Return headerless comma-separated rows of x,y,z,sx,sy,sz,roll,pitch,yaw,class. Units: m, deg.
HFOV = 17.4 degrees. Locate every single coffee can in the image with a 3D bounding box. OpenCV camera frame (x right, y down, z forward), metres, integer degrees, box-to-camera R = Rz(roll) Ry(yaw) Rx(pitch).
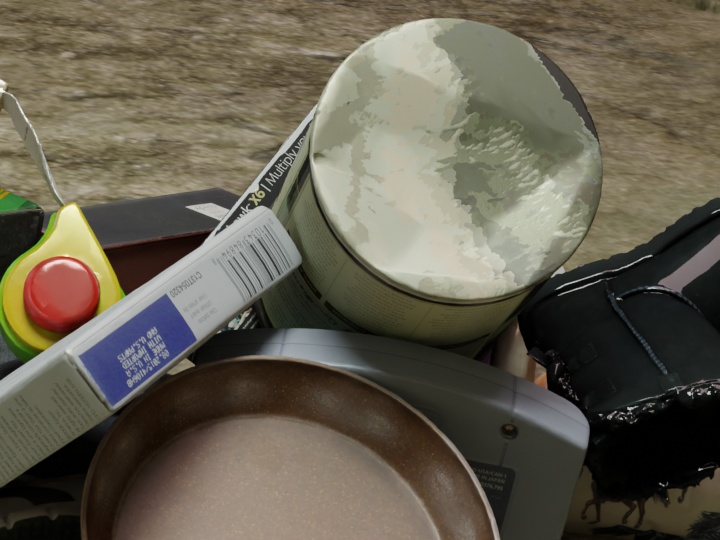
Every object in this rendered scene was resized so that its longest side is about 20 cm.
0.028,-0.024,1.219,0.146,0.147,0.200,7,-19,-9,coffee can

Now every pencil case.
0.144,0.105,1.320,0.199,0.090,0.078,7,-26,3,pencil case

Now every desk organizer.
-0.139,0.000,1.550,0.072,0.077,0.200,21,19,34,desk organizer

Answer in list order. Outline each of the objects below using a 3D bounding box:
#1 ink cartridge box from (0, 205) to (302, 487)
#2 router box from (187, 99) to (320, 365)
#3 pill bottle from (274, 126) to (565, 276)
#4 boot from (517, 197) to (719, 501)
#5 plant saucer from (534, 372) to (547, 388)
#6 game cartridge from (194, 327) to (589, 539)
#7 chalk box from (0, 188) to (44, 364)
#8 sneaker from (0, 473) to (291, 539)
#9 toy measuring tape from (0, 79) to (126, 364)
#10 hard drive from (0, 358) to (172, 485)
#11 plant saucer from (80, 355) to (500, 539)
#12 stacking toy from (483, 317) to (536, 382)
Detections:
-0.145,0.059,1.135,0.043,0.200,0.196,54,33,-3,ink cartridge box
0.000,0.000,1.352,0.157,0.200,0.052,37,-21,4,router box
0.039,-0.015,1.501,0.200,0.113,0.113,30,0,-39,pill bottle
0.182,0.038,1.252,0.198,0.074,0.163,-20,27,-1,boot
0.200,0.107,1.456,0.200,0.038,0.200,8,16,-2,plant saucer
0.009,0.097,1.189,0.199,0.133,0.041,12,37,-1,game cartridge
-0.298,0.013,1.330,0.124,0.125,0.200,21,19,36,chalk box
-0.105,0.124,1.150,0.199,0.074,0.080,2,15,-25,sneaker
-0.184,-0.011,1.303,0.073,0.074,0.200,-11,67,-52,toy measuring tape
-0.160,0.092,1.285,0.135,0.042,0.200,15,16,19,hard drive
-0.033,0.131,1.088,0.200,0.035,0.201,10,51,-13,plant saucer
0.006,0.044,1.428,0.199,0.086,0.085,8,15,9,stacking toy
